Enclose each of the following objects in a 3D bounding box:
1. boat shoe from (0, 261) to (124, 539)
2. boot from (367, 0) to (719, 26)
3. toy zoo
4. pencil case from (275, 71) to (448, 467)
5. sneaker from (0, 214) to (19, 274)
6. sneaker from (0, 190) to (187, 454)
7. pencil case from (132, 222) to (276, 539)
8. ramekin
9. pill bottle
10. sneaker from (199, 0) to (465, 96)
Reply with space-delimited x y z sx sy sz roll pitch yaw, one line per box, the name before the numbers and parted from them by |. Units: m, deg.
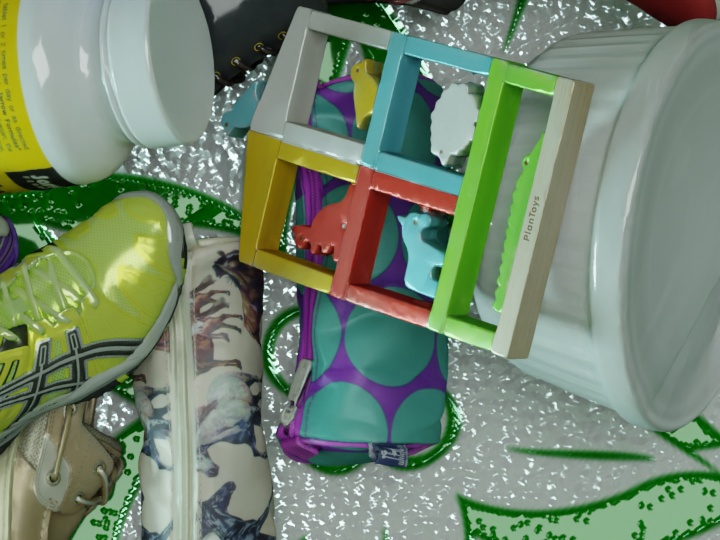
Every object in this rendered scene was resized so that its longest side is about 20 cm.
boat shoe | -0.155 0.097 1.067 0.064 0.072 0.202 2 81 -3
boot | 0.078 -0.155 1.037 0.199 0.073 0.145 38 64 4
toy zoo | 0.011 -0.049 0.999 0.199 0.020 0.133 18 99 36
pencil case | 0.000 0.000 1.074 0.092 0.085 0.202 3 85 -35
sneaker | -0.250 0.030 1.044 0.199 0.083 0.081 -30 68 23
sneaker | -0.165 0.036 1.002 0.200 0.076 0.075 -43 70 -3
pencil case | -0.083 0.079 1.062 0.077 0.089 0.202 -3 86 -2
ramekin | 0.131 -0.027 1.038 0.093 0.202 0.204 10 85 30
pill bottle | -0.178 -0.094 1.024 0.198 0.112 0.114 -5 86 18
sneaker | -0.044 -0.131 1.095 0.198 0.075 0.107 9 96 -2
